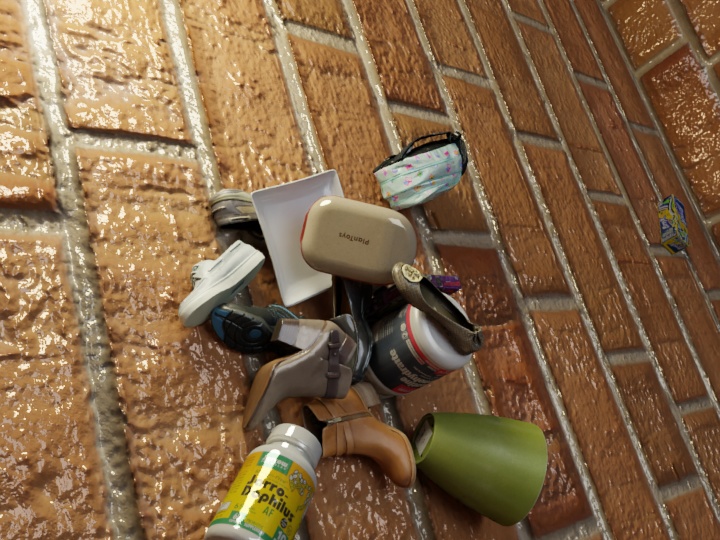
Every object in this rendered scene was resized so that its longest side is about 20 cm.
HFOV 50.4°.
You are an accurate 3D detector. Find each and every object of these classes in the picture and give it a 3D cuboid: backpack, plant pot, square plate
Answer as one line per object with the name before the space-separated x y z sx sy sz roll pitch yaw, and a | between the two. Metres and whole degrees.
backpack | 0.127 -0.208 1.638 0.199 0.166 0.127 -26 89 -43
plant pot | 0.195 0.331 1.358 0.198 0.187 0.188 22 49 -13
square plate | -0.091 -0.059 1.338 0.197 0.028 0.202 -22 98 -40

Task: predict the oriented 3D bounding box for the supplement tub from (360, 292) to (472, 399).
supplement tub | 0.087 0.135 1.339 0.140 0.200 0.142 23 50 -31

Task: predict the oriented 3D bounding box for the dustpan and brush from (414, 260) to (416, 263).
dustpan and brush | 0.022 -0.082 1.513 0.199 0.058 0.139 28 12 15

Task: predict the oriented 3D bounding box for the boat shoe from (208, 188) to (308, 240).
boat shoe | -0.172 -0.088 1.340 0.198 0.074 0.074 5 71 -33

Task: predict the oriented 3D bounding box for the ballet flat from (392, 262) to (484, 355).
ballet flat | 0.130 0.057 1.241 0.200 0.046 0.067 46 41 -9

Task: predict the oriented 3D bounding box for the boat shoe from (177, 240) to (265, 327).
boat shoe | -0.234 0.016 1.217 0.071 0.070 0.201 37 42 7

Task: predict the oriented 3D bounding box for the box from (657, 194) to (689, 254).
box | 1.045 -0.156 2.558 0.070 0.064 0.201 34 46 -22

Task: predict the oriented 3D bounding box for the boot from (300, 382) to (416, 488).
boot | -0.003 0.281 1.250 0.155 0.077 0.201 -9 69 -48

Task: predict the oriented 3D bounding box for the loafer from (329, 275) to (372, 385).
loafer | -0.025 0.094 1.310 0.072 0.072 0.202 22 56 -39

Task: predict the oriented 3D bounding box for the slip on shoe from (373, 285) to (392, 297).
slip on shoe | 0.000 0.000 1.436 0.200 0.076 0.061 45 20 -23

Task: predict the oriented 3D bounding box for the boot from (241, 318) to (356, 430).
boot | -0.087 0.172 1.199 0.145 0.070 0.202 25 81 -25

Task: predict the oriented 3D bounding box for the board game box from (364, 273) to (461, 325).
board game box | 0.071 0.059 1.373 0.119 0.199 0.033 -2 67 -43

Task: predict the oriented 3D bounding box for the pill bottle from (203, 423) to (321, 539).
pill bottle | -0.128 0.320 1.079 0.113 0.113 0.201 44 42 -14

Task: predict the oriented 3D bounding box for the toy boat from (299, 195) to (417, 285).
toy boat | -0.001 -0.049 1.321 0.198 0.131 0.132 14 91 0

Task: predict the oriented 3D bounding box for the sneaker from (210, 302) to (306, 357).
sneaker | -0.159 0.091 1.243 0.199 0.073 0.082 26 32 -37
